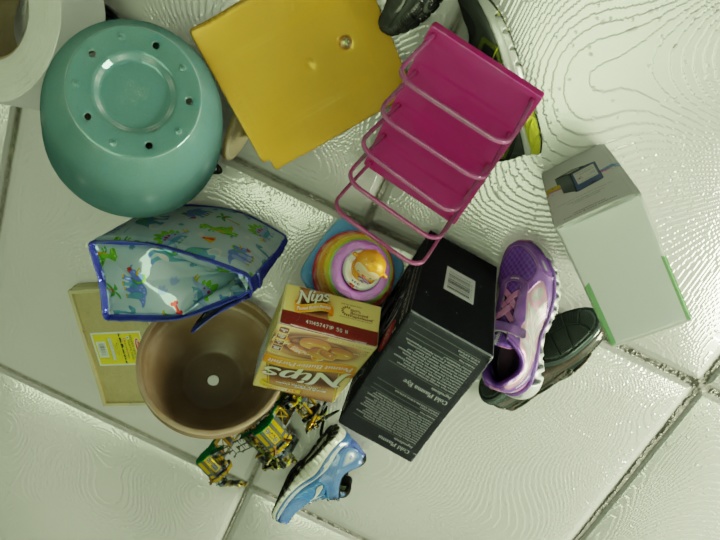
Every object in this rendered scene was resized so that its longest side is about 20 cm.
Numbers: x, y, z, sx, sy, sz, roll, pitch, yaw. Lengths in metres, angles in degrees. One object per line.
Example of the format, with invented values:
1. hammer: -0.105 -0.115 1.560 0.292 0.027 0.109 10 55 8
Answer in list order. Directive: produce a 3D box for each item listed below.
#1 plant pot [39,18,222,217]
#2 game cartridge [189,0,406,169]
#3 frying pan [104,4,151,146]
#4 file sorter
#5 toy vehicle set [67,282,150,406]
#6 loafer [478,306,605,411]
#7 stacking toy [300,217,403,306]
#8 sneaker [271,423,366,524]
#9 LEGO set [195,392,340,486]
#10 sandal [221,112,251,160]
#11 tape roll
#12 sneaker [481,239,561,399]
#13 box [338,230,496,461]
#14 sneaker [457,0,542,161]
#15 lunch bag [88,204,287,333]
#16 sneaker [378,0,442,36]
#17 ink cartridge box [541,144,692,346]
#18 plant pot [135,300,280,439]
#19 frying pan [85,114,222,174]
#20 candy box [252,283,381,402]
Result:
1. plant pot: -0.236 -0.164 0.663 0.198 0.161 0.204 0 89 -19
2. game cartridge: -0.061 -0.234 0.712 0.198 0.033 0.178 -28 117 0
3. frying pan: -0.297 -0.247 0.771 0.189 0.031 0.116 34 104 11
4. file sorter: 0.074 -0.126 0.689 0.138 0.126 0.201 33 137 3
5. toy vehicle set: -0.357 0.113 0.964 0.122 0.027 0.203 -2 112 11
6. loafer: 0.247 0.121 0.843 0.063 0.072 0.200 33 123 -26
7. stacking toy: 0.000 0.000 0.744 0.116 0.200 0.110 37 83 -6
8. sneaker: -0.064 0.331 0.972 0.089 0.079 0.200 38 114 -4
9. LEGO set: -0.126 0.254 0.914 0.199 0.154 0.116 -34 103 25
10. sandal: -0.092 -0.207 0.755 0.069 0.078 0.213 32 109 2
11. tape roll: -0.401 -0.296 0.746 0.200 0.071 0.206 3 97 21
12. sneaker: 0.189 0.063 0.781 0.080 0.088 0.203 9 94 41
13. box: 0.073 0.086 0.769 0.103 0.201 0.183 28 120 -3
14. sneaker: 0.141 -0.211 0.711 0.084 0.075 0.202 -19 108 18
15. lunch bag: -0.206 -0.011 0.806 0.197 0.170 0.129 -1 112 9
16. sneaker: 0.071 -0.347 0.673 0.090 0.076 0.201 35 100 4
17. ink cartridge box: 0.270 -0.036 0.692 0.087 0.200 0.146 -24 107 22
18. plant pot: -0.205 0.141 0.885 0.198 0.203 0.093 22 149 0
19. frying pan: -0.270 -0.181 0.822 0.187 0.031 0.117 -1 110 10
20. candy box: -0.059 0.096 0.777 0.114 0.056 0.201 15 147 -10
